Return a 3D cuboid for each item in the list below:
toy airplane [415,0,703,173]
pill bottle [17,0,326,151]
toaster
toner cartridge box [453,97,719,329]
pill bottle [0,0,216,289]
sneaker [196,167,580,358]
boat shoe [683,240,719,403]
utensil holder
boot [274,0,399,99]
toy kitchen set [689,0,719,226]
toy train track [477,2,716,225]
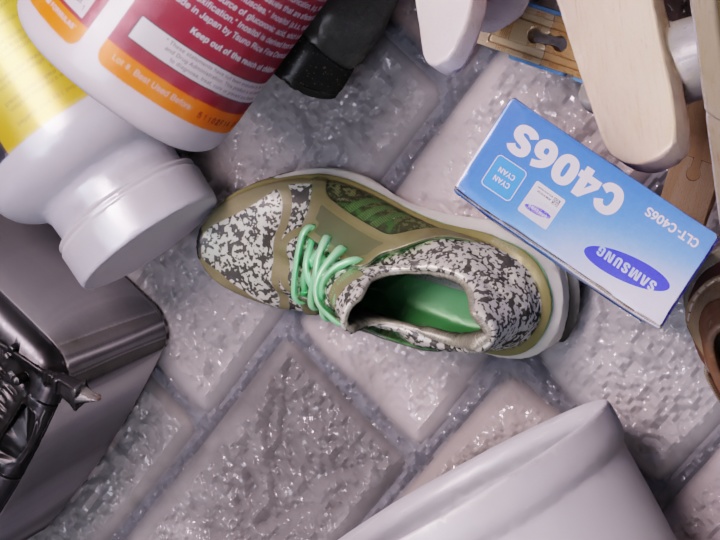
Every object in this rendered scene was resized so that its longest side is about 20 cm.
[{"bbox_3d":[0.106,-0.155,0.850,0.199,0.140,0.202,32,109,58],"label":"toy airplane"},{"bbox_3d":[-0.051,-0.161,0.890,0.113,0.113,0.200,42,104,13],"label":"pill bottle"},{"bbox_3d":[-0.217,0.053,1.082,0.200,0.118,0.181,42,117,14],"label":"toaster"},{"bbox_3d":[0.093,-0.020,0.848,0.095,0.200,0.043,33,93,6],"label":"toner cartridge box"},{"bbox_3d":[-0.159,-0.096,1.022,0.112,0.112,0.201,-38,82,29],"label":"pill bottle"},{"bbox_3d":[0.000,0.000,0.973,0.198,0.088,0.078,9,106,26],"label":"sneaker"},{"bbox_3d":[0.208,0.073,0.867,0.200,0.072,0.076,41,120,-9],"label":"boat shoe"},{"bbox_3d":[0.087,0.187,0.928,0.169,0.170,0.201,-30,90,30],"label":"utensil holder"},{"bbox_3d":[-0.040,-0.190,0.976,0.200,0.068,0.131,43,108,10],"label":"boot"},{"bbox_3d":[0.183,-0.118,0.734,0.163,0.200,0.181,34,159,32],"label":"toy kitchen set"},{"bbox_3d":[0.126,-0.090,0.916,0.199,0.032,0.116,22,102,27],"label":"toy train track"}]
